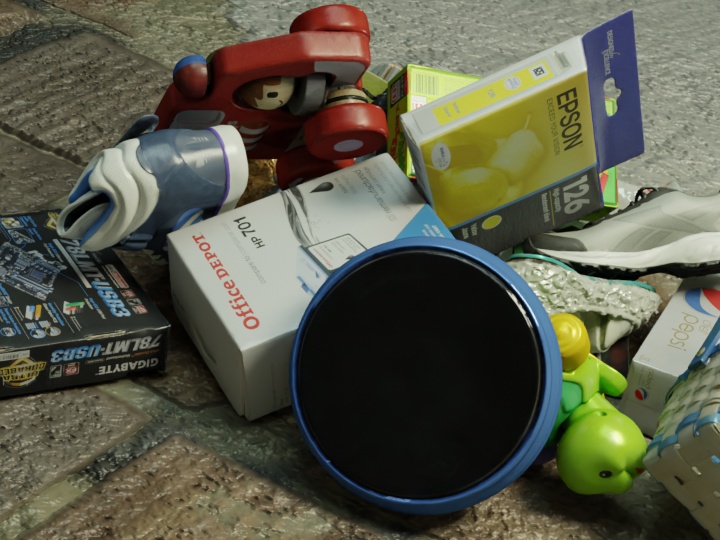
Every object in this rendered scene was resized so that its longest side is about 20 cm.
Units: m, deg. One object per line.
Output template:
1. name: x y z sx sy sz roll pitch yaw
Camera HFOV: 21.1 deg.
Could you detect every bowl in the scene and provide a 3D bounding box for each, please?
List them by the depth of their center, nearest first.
1. bowl: 0.044 0.074 1.384 0.200 0.201 0.039 17 -1 12

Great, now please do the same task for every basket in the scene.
1. basket: 0.307 0.113 1.419 0.176 0.139 0.200 48 52 1

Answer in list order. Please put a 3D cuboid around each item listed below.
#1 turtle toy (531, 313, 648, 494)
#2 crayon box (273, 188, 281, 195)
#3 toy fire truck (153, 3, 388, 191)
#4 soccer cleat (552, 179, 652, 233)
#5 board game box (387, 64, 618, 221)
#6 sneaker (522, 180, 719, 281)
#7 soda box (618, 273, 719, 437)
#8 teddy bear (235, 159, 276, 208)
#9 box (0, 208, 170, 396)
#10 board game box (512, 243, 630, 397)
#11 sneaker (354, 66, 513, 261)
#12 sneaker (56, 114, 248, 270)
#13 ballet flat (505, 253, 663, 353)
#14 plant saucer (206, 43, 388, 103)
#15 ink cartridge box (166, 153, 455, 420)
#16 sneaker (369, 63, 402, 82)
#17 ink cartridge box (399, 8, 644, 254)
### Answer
1. turtle toy: 0.131 0.096 1.449 0.199 0.146 0.101 25 72 24
2. crayon box: 0.000 0.000 1.636 0.199 0.052 0.126 18 31 11
3. toy fire truck: -0.078 -0.135 1.555 0.167 0.200 0.113 -3 72 -20
4. soccer cleat: 0.194 -0.062 1.742 0.200 0.069 0.085 20 -8 39
5. board game box: 0.123 -0.108 1.660 0.199 0.048 0.102 7 73 -20
6. sneaker: 0.231 -0.032 1.613 0.199 0.080 0.074 -6 -9 -9
7. soda box: 0.276 0.067 1.600 0.068 0.064 0.200 20 31 16
8. teddy bear: -0.122 -0.098 1.717 0.144 0.067 0.200 -3 25 22
9. box: -0.277 0.023 1.510 0.198 0.050 0.200 -6 34 -30
10. board game box: 0.178 0.038 1.658 0.104 0.024 0.200 10 30 1
11. sneaker: 0.056 -0.077 1.694 0.113 0.075 0.201 -13 80 -29
12. sneaker: -0.179 -0.044 1.535 0.146 0.200 0.081 -14 68 -24
13. ballet flat: 0.176 0.034 1.570 0.200 0.072 0.072 14 19 -48
14. plant saucer: -0.052 -0.154 1.798 0.199 0.200 0.031 13 73 4
15. ink cartridge box: -0.032 0.010 1.509 0.199 0.086 0.147 -20 49 -19
16. sneaker: 0.063 -0.140 1.888 0.077 0.078 0.200 23 9 -45
17. ink cartridge box: 0.141 -0.096 1.542 0.199 0.198 0.047 -23 57 -2
